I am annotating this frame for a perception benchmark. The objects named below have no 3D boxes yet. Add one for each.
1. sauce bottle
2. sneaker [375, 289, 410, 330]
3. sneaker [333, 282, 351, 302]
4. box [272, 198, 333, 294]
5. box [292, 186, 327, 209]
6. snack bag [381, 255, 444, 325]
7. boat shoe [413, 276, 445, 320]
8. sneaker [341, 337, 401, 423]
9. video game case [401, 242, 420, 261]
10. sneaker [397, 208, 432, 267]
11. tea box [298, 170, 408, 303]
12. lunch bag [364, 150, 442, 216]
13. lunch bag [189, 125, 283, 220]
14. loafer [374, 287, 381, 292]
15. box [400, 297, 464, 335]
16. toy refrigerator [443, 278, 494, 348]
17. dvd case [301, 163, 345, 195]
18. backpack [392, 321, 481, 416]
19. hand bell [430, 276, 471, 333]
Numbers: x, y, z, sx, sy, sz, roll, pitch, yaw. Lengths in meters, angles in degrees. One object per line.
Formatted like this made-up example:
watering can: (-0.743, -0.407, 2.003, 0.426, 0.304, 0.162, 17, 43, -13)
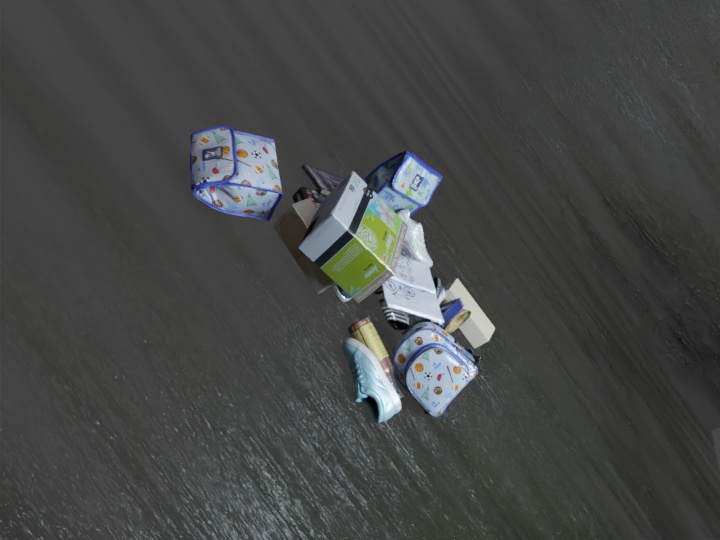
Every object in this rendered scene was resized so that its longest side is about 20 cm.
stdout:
sauce bottle: (0.037, 0.214, 1.269, 0.065, 0.065, 0.205, -10, 71, -52)
sneaker: (0.111, 0.100, 1.470, 0.198, 0.074, 0.119, -11, 86, -57)
sneaker: (0.000, 0.000, 1.387, 0.075, 0.084, 0.202, 43, 35, -13)
box: (-0.114, -0.060, 1.296, 0.202, 0.094, 0.077, 54, 35, 4)
box: (-0.077, -0.134, 1.445, 0.197, 0.044, 0.164, 4, 57, -49)
snack bag: (0.125, 0.038, 1.390, 0.184, 0.022, 0.204, 18, 41, -25)
boat shoe: (0.190, 0.074, 1.502, 0.200, 0.070, 0.070, -41, 114, -56)
sneaker: (0.009, 0.246, 1.201, 0.081, 0.074, 0.202, -27, 72, -38)
video game case: (0.105, -0.054, 1.552, 0.182, 0.025, 0.199, 50, 20, 7)
sneaker: (0.172, -0.100, 1.672, 0.202, 0.079, 0.070, 53, 5, -5)
tea box: (-0.011, -0.079, 1.236, 0.196, 0.133, 0.202, 42, 36, -16)
lunch bag: (0.135, -0.270, 1.682, 0.167, 0.199, 0.131, 23, 43, -37)
lunch bag: (-0.285, -0.225, 1.211, 0.194, 0.124, 0.175, 7, 53, -30)
loafer: (0.053, 0.011, 1.454, 0.064, 0.071, 0.199, 55, 23, 4)
box: (0.198, 0.137, 1.476, 0.198, 0.119, 0.033, -26, 90, -55)
toy refrigerator: (0.329, 0.136, 1.686, 0.202, 0.070, 0.076, 52, 40, -2)
dvd case: (-0.061, -0.235, 1.520, 0.196, 0.016, 0.150, 12, 29, -39)
backpack: (0.167, 0.231, 1.291, 0.190, 0.201, 0.154, 43, 5, 5)
hand bell: (0.236, 0.079, 1.627, 0.102, 0.105, 0.202, -2, 50, -50)
